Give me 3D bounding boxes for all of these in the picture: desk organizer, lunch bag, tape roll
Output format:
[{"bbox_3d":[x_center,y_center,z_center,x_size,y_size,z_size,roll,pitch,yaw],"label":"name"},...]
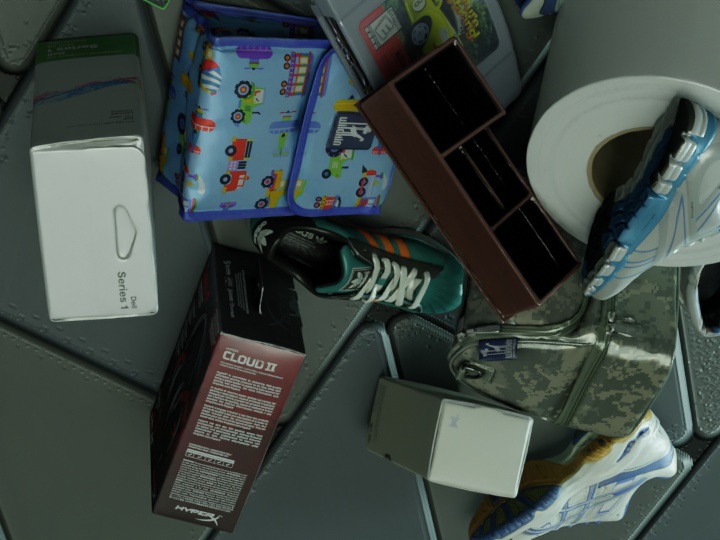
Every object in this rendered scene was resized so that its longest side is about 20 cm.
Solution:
[{"bbox_3d":[0.088,-0.067,1.450,0.072,0.077,0.200,-35,93,-18],"label":"desk organizer"},{"bbox_3d":[-0.047,-0.121,1.549,0.199,0.094,0.151,1,115,-23],"label":"lunch bag"},{"bbox_3d":[0.233,-0.119,1.479,0.201,0.140,0.203,10,141,8],"label":"tape roll"},{"bbox_3d":[0.161,0.020,1.572,0.167,0.201,0.140,13,143,-3],"label":"lunch bag"}]

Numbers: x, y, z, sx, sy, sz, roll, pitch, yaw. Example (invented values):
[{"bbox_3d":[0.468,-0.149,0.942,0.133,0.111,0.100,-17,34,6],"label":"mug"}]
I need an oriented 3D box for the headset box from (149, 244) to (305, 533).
[{"bbox_3d":[-0.109,0.087,1.607,0.075,0.149,0.201,15,116,-15],"label":"headset box"}]

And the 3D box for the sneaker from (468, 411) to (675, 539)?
[{"bbox_3d":[0.192,0.203,1.742,0.200,0.075,0.088,-36,117,13],"label":"sneaker"}]

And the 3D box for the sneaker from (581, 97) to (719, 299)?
[{"bbox_3d":[0.226,-0.036,1.416,0.086,0.075,0.200,18,142,-11],"label":"sneaker"}]

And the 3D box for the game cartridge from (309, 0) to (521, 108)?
[{"bbox_3d":[0.046,-0.184,1.511,0.133,0.041,0.200,-45,123,-22],"label":"game cartridge"}]

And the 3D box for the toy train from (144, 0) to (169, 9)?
[{"bbox_3d":[-0.116,-0.284,1.458,0.042,0.056,0.201,24,113,-19],"label":"toy train"}]

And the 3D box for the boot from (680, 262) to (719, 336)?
[{"bbox_3d":[0.297,-0.046,1.616,0.073,0.096,0.201,-3,119,-6],"label":"boot"}]

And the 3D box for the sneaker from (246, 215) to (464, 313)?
[{"bbox_3d":[0.000,0.000,1.611,0.199,0.080,0.072,19,115,-17],"label":"sneaker"}]

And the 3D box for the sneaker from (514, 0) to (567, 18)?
[{"bbox_3d":[0.115,-0.275,1.481,0.088,0.075,0.200,-29,117,9],"label":"sneaker"}]

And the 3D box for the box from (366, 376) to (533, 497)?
[{"bbox_3d":[0.070,0.135,1.624,0.082,0.200,0.069,13,89,-13],"label":"box"}]

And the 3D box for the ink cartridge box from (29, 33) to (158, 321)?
[{"bbox_3d":[-0.200,-0.072,1.479,0.083,0.200,0.146,-5,119,-5],"label":"ink cartridge box"}]
